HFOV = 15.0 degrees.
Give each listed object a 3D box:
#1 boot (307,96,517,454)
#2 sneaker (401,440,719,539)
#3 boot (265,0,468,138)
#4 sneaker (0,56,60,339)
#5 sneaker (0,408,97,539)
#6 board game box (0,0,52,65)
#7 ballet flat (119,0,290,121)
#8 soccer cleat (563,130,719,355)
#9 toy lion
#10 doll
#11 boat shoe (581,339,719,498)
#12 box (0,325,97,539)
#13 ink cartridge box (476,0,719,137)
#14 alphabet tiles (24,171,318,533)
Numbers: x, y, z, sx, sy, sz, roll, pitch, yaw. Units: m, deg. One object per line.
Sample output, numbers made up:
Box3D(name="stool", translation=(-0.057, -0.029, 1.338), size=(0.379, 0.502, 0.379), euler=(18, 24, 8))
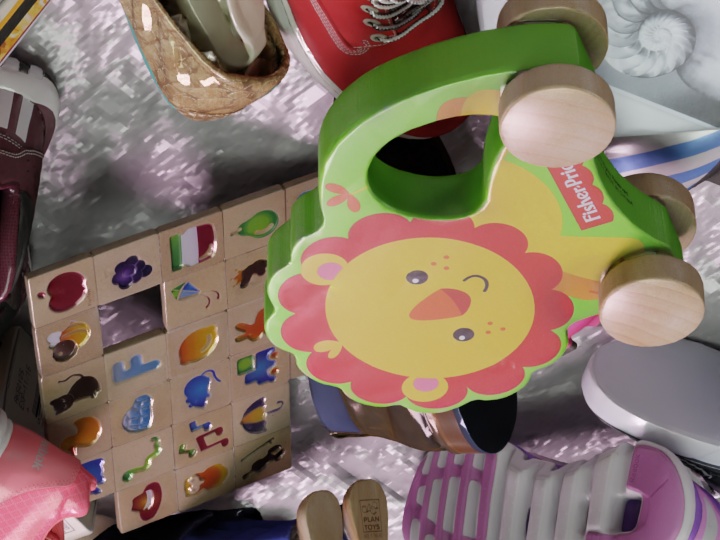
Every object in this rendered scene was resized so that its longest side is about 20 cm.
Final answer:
Box3D(name="boot", translation=(0.000, 0.000, 1.303), size=(0.097, 0.075, 0.201), euler=(-5, 110, 35))
Box3D(name="sneaker", translation=(0.110, 0.132, 1.406), size=(0.200, 0.081, 0.088), euler=(-1, 163, 45))
Box3D(name="boot", translation=(0.017, -0.114, 1.148), size=(0.072, 0.144, 0.200), euler=(-43, 128, -10))
Box3D(name="sneaker", translation=(-0.194, 0.002, 1.296), size=(0.075, 0.116, 0.200), euler=(10, 134, -7))
Box3D(name="sneaker", translation=(-0.192, 0.154, 1.357), size=(0.087, 0.074, 0.200), euler=(24, 129, -8))
Box3D(name="board game box", translation=(-0.231, -0.114, 1.167), size=(0.151, 0.046, 0.200), euler=(38, 93, -29))
Box3D(name="ballet flat", translation=(-0.087, -0.152, 1.157), size=(0.065, 0.071, 0.200), euler=(-6, 129, 37))
Box3D(name="soccer cleat", translation=(0.110, -0.043, 1.278), size=(0.086, 0.070, 0.200), euler=(31, 123, -14))
Box3D(name="toy lion", translation=(0.041, -0.015, 1.177), size=(0.191, 0.069, 0.200), euler=(-15, 137, 16))
Box3D(name="doll", translation=(-0.080, 0.146, 1.449), size=(0.199, 0.049, 0.136), euler=(-11, 178, 36))
Box3D(name="boat shoe", translation=(0.198, 0.090, 1.400), size=(0.199, 0.072, 0.068), euler=(13, 133, -19))
Box3D(name="box", translation=(-0.243, 0.113, 1.434), size=(0.199, 0.078, 0.095), euler=(-19, 130, 20))
Box3D(name="ink cartridge box", translation=(0.143, -0.154, 1.147), size=(0.199, 0.041, 0.200), euler=(-6, 118, 7))
Box3D(name="alphabet tiles", translation=(-0.081, 0.047, 1.355), size=(0.167, 0.008, 0.200), euler=(-20, 138, -20))
